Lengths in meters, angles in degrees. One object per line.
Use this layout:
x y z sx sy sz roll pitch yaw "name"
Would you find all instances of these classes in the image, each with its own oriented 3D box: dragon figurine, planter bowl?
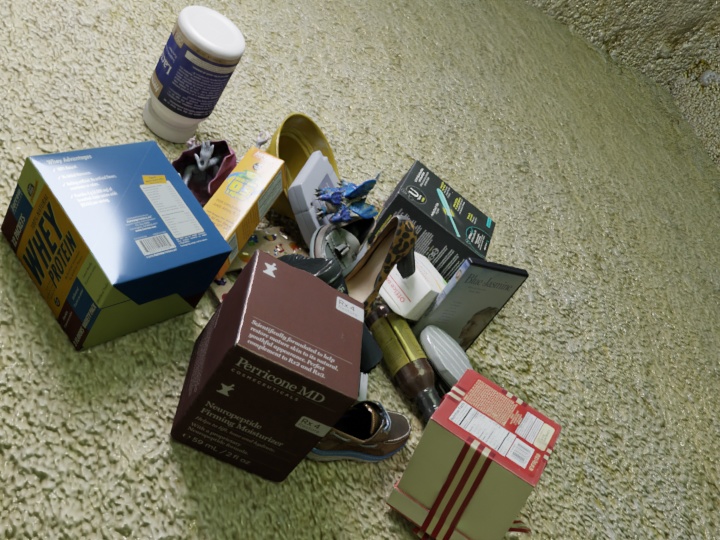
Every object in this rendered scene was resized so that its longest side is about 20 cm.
-0.006 -0.113 1.253 0.198 0.098 0.060 -18 109 -46 "dragon figurine"
-0.117 -0.158 1.358 0.200 0.082 0.205 32 53 -54 "planter bowl"

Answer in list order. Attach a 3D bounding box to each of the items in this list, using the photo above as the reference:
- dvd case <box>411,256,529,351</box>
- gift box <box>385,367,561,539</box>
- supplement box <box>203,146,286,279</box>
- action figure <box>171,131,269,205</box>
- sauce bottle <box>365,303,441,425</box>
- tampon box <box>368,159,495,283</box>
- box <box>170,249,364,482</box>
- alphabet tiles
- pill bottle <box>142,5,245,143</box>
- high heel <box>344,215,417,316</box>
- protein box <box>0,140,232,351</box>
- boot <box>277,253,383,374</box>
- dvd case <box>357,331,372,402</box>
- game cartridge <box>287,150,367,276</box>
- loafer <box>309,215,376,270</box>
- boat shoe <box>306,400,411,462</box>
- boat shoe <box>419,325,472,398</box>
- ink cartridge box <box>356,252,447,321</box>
0.175 0.064 1.324 0.141 0.201 0.018 10 38 -37 "dvd case"
0.162 0.286 1.090 0.198 0.189 0.184 34 31 18 "gift box"
-0.185 -0.089 1.183 0.065 0.069 0.202 23 57 12 "supplement box"
-0.214 -0.147 1.271 0.200 0.131 0.153 -1 85 -75 "action figure"
0.075 0.149 1.263 0.064 0.065 0.202 -1 55 -43 "sauce bottle"
0.132 -0.075 1.495 0.199 0.127 0.150 37 35 -4 "tampon box"
-0.114 0.122 0.997 0.164 0.201 0.166 26 38 -17 "box"
-0.165 -0.021 1.233 0.197 0.008 0.168 -12 55 -42 "alphabet tiles"
-0.277 -0.315 1.301 0.114 0.201 0.117 24 37 -20 "pill bottle"
0.000 0.000 1.184 0.198 0.144 0.072 -34 59 -15 "high heel"
-0.315 -0.041 1.035 0.201 0.135 0.197 51 37 14 "protein box"
-0.063 0.067 1.141 0.076 0.198 0.171 -36 113 -31 "boot"
-0.073 0.109 1.199 0.197 0.025 0.152 28 38 -17 "dvd case"
-0.053 -0.080 1.324 0.202 0.040 0.134 63 28 -26 "game cartridge"
-0.025 -0.048 1.234 0.073 0.062 0.200 64 20 -14 "loafer"
0.007 0.223 1.113 0.197 0.073 0.073 0 52 -42 "boat shoe"
0.150 0.186 1.287 0.072 0.071 0.202 -24 76 -52 "boat shoe"
0.085 0.021 1.335 0.118 0.067 0.199 52 14 24 "ink cartridge box"
